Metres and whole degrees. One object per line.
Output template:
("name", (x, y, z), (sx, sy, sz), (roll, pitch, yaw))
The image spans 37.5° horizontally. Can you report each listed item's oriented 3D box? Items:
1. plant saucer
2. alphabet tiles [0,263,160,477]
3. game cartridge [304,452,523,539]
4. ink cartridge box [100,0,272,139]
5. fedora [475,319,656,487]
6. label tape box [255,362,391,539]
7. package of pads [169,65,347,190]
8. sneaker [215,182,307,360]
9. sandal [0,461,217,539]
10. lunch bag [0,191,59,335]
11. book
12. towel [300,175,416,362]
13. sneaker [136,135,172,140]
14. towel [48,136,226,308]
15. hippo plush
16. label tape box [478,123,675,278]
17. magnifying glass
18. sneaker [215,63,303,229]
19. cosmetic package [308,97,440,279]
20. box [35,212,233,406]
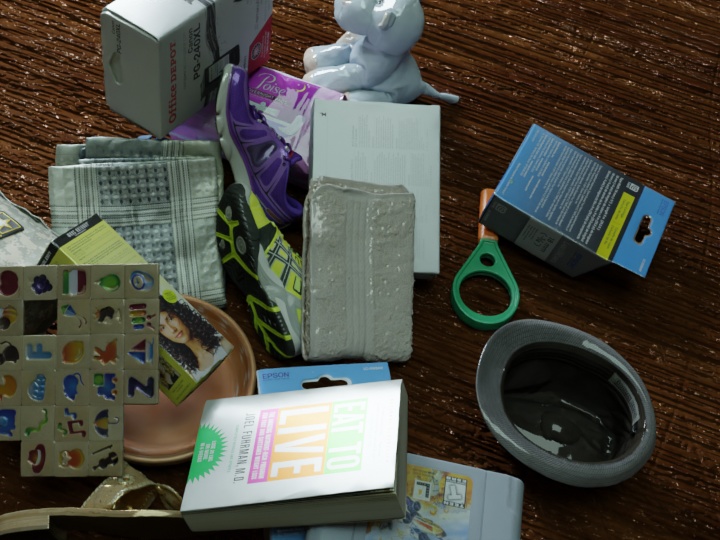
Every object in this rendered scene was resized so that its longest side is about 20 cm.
("plant saucer", (-0.209, 0.115, 1.109), (0.199, 0.038, 0.201), (4, 55, -6))
("alphabet tiles", (-0.273, 0.095, 1.010), (0.166, 0.008, 0.201), (-1, 85, 4))
("game cartridge", (0.051, 0.237, 0.982), (0.199, 0.042, 0.134), (12, 49, -2))
("ink cartridge box", (-0.191, -0.264, 1.197), (0.083, 0.146, 0.200), (32, 53, 17))
("fedora", (0.203, 0.151, 1.105), (0.199, 0.090, 0.178), (16, 55, -3))
("label tape box", (-0.029, 0.195, 1.060), (0.142, 0.066, 0.201), (-2, 52, -11))
("package of pads", (-0.125, -0.189, 1.306), (0.199, 0.076, 0.121), (20, 73, 8))
("sneaker", (-0.098, -0.004, 1.170), (0.076, 0.075, 0.201), (-21, 89, -35))
("sandal", (-0.238, 0.216, 1.009), (0.210, 0.078, 0.070), (-3, 60, -4))
("lunch bag", (-0.403, 0.011, 1.097), (0.164, 0.118, 0.200), (32, 67, 15))
("book", (-0.057, 0.170, 0.982), (0.199, 0.048, 0.134), (-8, 42, 12))
("towel", (0.000, 0.000, 1.154), (0.132, 0.034, 0.201), (4, 82, -27))
("sneaker", (-0.261, -0.125, 1.250), (0.199, 0.082, 0.074), (6, 55, -2))
("towel", (-0.245, -0.051, 1.176), (0.191, 0.035, 0.201), (-3, 83, -10))
("hippo plush", (0.016, -0.275, 1.345), (0.199, 0.161, 0.159), (32, 56, 15))
("label tape box", (0.262, -0.070, 1.283), (0.199, 0.063, 0.144), (30, 53, 5))
("magnifying glass", (0.151, -0.016, 1.264), (0.079, 0.022, 0.201), (9, 55, -1))
("sneaker", (-0.114, -0.144, 1.224), (0.083, 0.201, 0.081), (-14, 23, 5))
("cosmetic package", (0.015, -0.093, 1.229), (0.150, 0.052, 0.201), (3, 81, -10))
("box", (-0.225, 0.038, 1.062), (0.200, 0.050, 0.075), (43, 37, 1))
